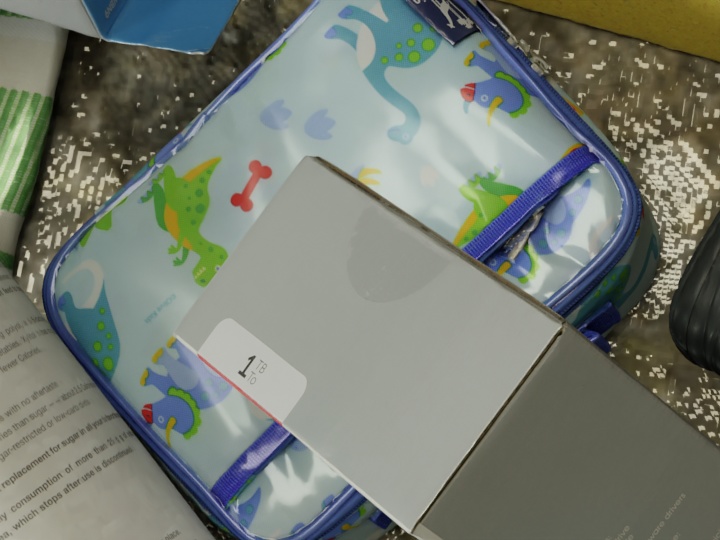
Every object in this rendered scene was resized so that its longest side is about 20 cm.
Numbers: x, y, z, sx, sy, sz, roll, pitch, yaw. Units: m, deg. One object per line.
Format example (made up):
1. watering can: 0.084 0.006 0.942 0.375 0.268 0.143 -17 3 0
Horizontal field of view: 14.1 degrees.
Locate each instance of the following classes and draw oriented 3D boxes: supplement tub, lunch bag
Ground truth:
1. supplement tub: -0.142 0.082 1.020 0.132 0.132 0.200 -38 86 3
2. lunch bag: 0.000 0.000 1.056 0.200 0.082 0.161 -41 70 3

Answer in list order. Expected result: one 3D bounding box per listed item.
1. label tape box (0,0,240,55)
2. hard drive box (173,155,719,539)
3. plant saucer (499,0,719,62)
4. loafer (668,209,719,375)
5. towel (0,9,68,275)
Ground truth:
1. label tape box: -0.125 -0.169 1.104 0.199 0.066 0.143 16 48 13
2. hard drive box: 0.061 0.065 0.927 0.077 0.200 0.156 -53 36 -1
3. plant saucer: 0.137 -0.183 1.085 0.199 0.048 0.201 17 81 20
4. loafer: 0.187 -0.041 1.005 0.072 0.073 0.200 34 103 35
5. towel: -0.186 -0.097 1.169 0.152 0.023 0.201 7 75 17
